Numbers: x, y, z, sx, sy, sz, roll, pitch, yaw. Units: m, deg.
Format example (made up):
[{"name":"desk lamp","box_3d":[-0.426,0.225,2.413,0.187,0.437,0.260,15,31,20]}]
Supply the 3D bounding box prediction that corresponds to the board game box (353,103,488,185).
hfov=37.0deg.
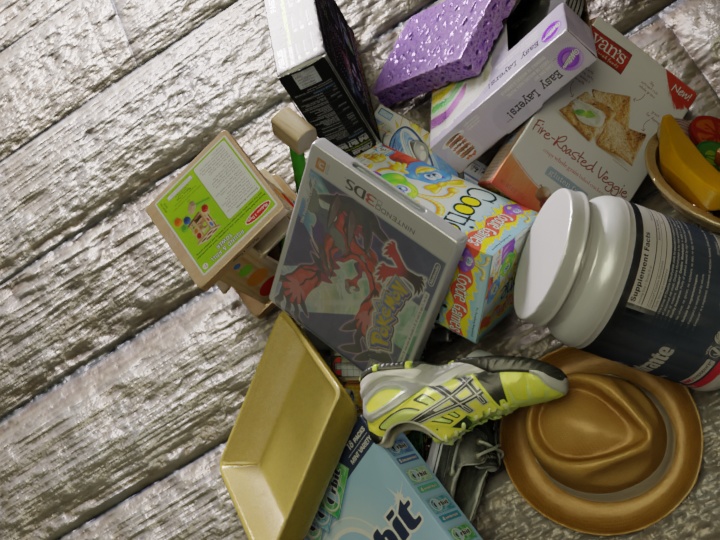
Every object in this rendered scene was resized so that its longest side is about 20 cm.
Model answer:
[{"name":"board game box","box_3d":[0.063,-0.081,1.197,0.199,0.034,0.136,33,88,28]}]

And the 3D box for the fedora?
[{"name":"fedora","box_3d":[0.221,0.152,1.022,0.198,0.082,0.204,-7,71,21]}]

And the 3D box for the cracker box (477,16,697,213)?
[{"name":"cracker box","box_3d":[0.229,-0.133,1.091,0.133,0.058,0.201,33,87,-9]}]

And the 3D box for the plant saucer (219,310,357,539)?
[{"name":"plant saucer","box_3d":[-0.070,0.170,1.106,0.202,0.048,0.200,-68,27,13]}]

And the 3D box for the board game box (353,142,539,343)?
[{"name":"board game box","box_3d":[0.066,-0.033,1.079,0.198,0.105,0.104,27,129,26]}]

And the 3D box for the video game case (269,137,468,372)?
[{"name":"video game case","box_3d":[0.000,0.000,1.059,0.181,0.023,0.202,35,129,21]}]

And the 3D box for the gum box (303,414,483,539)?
[{"name":"gum box","box_3d":[0.029,0.270,1.051,0.200,0.044,0.171,50,124,28]}]

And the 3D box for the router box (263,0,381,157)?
[{"name":"router box","box_3d":[-0.046,-0.242,1.207,0.061,0.150,0.202,-22,50,13]}]

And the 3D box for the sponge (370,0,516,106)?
[{"name":"sponge","box_3d":[0.088,-0.247,1.175,0.199,0.030,0.113,-4,56,63]}]

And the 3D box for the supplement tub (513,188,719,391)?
[{"name":"supplement tub","box_3d":[0.254,0.016,0.979,0.197,0.140,0.142,19,79,-8]}]

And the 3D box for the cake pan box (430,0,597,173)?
[{"name":"cake pan box","box_3d":[0.155,-0.222,1.112,0.199,0.052,0.186,-38,31,34]}]

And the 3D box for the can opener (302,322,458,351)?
[{"name":"can opener","box_3d":[0.032,0.050,1.152,0.197,0.053,0.068,-3,89,23]}]

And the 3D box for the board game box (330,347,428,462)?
[{"name":"board game box","box_3d":[0.019,0.133,1.119,0.103,0.023,0.204,-3,90,22]}]

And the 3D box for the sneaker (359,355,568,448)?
[{"name":"sneaker","box_3d":[0.098,0.125,1.011,0.197,0.075,0.078,-7,71,17]}]

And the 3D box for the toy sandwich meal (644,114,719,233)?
[{"name":"toy sandwich meal","box_3d":[0.363,-0.099,0.999,0.202,0.071,0.207,5,41,-4]}]

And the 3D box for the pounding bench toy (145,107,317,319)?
[{"name":"pounding bench toy","box_3d":[-0.100,-0.070,1.194,0.200,0.156,0.125,-44,62,6]}]

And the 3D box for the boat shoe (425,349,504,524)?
[{"name":"boat shoe","box_3d":[0.110,0.182,1.067,0.070,0.072,0.203,18,91,43]}]
